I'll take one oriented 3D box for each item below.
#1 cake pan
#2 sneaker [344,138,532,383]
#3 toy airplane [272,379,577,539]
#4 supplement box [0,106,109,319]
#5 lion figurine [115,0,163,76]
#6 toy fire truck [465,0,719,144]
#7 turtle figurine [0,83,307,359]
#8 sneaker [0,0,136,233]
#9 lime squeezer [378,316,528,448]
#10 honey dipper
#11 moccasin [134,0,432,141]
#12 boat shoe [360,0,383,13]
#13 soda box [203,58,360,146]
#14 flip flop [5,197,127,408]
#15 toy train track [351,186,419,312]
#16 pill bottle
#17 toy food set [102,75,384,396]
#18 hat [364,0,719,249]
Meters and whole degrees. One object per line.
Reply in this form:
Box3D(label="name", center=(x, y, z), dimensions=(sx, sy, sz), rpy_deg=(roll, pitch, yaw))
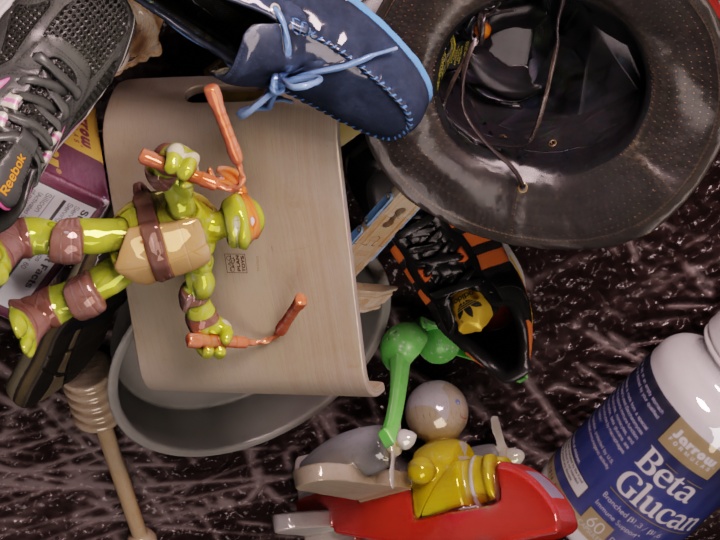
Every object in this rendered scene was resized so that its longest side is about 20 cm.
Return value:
Box3D(label="cake pan", center=(-0.076, 0.040, 1.269), dimensions=(0.199, 0.037, 0.201), rpy_deg=(-19, 141, -16))
Box3D(label="sneaker", center=(0.061, -0.007, 1.256), dimensions=(0.070, 0.090, 0.200), rpy_deg=(-29, 131, 12))
Box3D(label="toy airplane", center=(0.036, 0.146, 1.359), dimensions=(0.197, 0.200, 0.142), rpy_deg=(10, 86, -11))
Box3D(label="supplement box", center=(-0.253, -0.080, 1.091), dimensions=(0.199, 0.131, 0.103), rpy_deg=(26, 118, -32))
Box3D(label="lion figurine", center=(-0.204, -0.172, 1.060), dimensions=(0.199, 0.073, 0.123), rpy_deg=(17, 155, 12))
Box3D(label="toy fire truck", center=(0.157, -0.104, 1.194), dimensions=(0.176, 0.129, 0.200), rpy_deg=(-35, 119, 17))
Box3D(label="turtle figurine", center=(-0.119, -0.020, 1.055), dimensions=(0.160, 0.065, 0.201), rpy_deg=(-15, 140, -5))
Box3D(label="sneaker", center=(-0.181, -0.064, 0.993), dimensions=(0.080, 0.086, 0.200), rpy_deg=(36, 93, -34))
Box3D(label="lime squeezer", center=(0.054, 0.062, 1.316), dimensions=(0.038, 0.071, 0.200), rpy_deg=(-52, 162, 27))
Box3D(label="honey dipper", center=(-0.172, 0.136, 1.359), dimensions=(0.038, 0.038, 0.201), rpy_deg=(-12, 134, -4))
Box3D(label="moccasin", center=(-0.058, -0.119, 0.998), dimensions=(0.199, 0.068, 0.081), rpy_deg=(31, 143, -9))
Box3D(label="boat shoe", center=(-0.027, -0.163, 1.038), dimensions=(0.073, 0.066, 0.200), rpy_deg=(-40, 123, 16))
Box3D(label="soda box", center=(0.005, -0.138, 1.146), dimensions=(0.199, 0.068, 0.064), rpy_deg=(-36, 128, 17))
Box3D(label="flip flop", center=(-0.176, 0.003, 1.227), dimensions=(0.081, 0.058, 0.200), rpy_deg=(-19, 150, -54))
Box3D(label="toy train track", center=(0.000, 0.000, 1.186), dimensions=(0.114, 0.033, 0.200), rpy_deg=(5, 141, -38))
Box3D(label="pill bottle", center=(0.229, 0.116, 1.389), dimensions=(0.111, 0.111, 0.200), rpy_deg=(23, 121, -29))
Box3D(label="toy food set", center=(-0.064, -0.016, 1.139), dimensions=(0.142, 0.060, 0.202), rpy_deg=(1, 114, 17))
Box3D(label="hat", center=(0.102, -0.107, 1.064), dimensions=(0.199, 0.081, 0.202), rpy_deg=(3, 112, 8))
